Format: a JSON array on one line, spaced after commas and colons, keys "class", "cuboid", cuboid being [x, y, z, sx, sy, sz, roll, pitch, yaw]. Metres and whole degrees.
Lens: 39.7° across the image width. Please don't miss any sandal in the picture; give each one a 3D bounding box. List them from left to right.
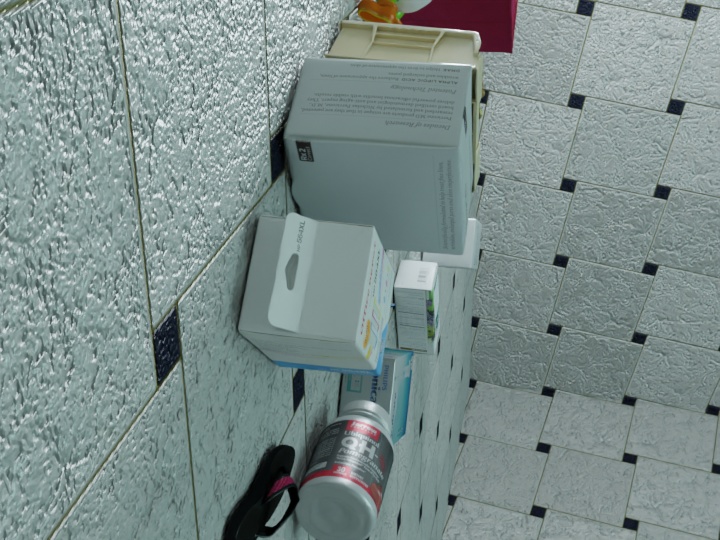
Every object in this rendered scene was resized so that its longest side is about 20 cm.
[{"class": "sandal", "cuboid": [-0.098, 0.261, 1.104, 0.200, 0.045, 0.075, -55, 149, -69]}]

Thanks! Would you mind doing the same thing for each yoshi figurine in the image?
[{"class": "yoshi figurine", "cuboid": [0.043, -0.442, 1.450, 0.112, 0.112, 0.201, 29, 76, -34]}]

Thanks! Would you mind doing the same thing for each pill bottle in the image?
[{"class": "pill bottle", "cuboid": [-0.014, 0.270, 1.374, 0.200, 0.110, 0.111, -67, 160, -58]}]

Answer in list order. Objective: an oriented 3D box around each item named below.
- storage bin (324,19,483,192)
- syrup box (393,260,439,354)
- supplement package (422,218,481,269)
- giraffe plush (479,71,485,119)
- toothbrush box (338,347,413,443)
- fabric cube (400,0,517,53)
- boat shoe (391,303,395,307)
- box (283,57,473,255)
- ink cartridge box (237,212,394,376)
[{"class": "storage bin", "cuboid": [0.062, -0.210, 1.313, 0.094, 0.198, 0.200, -67, 160, -47]}, {"class": "syrup box", "cuboid": [0.117, 0.078, 2.043, 0.200, 0.081, 0.079, 82, 18, -45]}, {"class": "supplement package", "cuboid": [0.222, -0.066, 2.411, 0.200, 0.121, 0.120, 3, 93, -79]}, {"class": "giraffe plush", "cuboid": [0.127, -0.291, 1.695, 0.173, 0.162, 0.201, 50, 47, -75]}, {"class": "toothbrush box", "cuboid": [0.027, 0.203, 1.619, 0.200, 0.085, 0.147, 0, 96, -80]}, {"class": "fabric cube", "cuboid": [0.178, -0.519, 1.761, 0.200, 0.199, 0.197, 68, 28, -68]}, {"class": "boat shoe", "cuboid": [0.013, 0.044, 1.516, 0.084, 0.068, 0.200, -73, 164, -45]}, {"class": "box", "cuboid": [0.029, -0.131, 1.169, 0.199, 0.199, 0.131, 80, 18, -55]}, {"class": "ink cartridge box", "cuboid": [-0.043, 0.029, 1.068, 0.200, 0.125, 0.129, 62, 35, -72]}]
